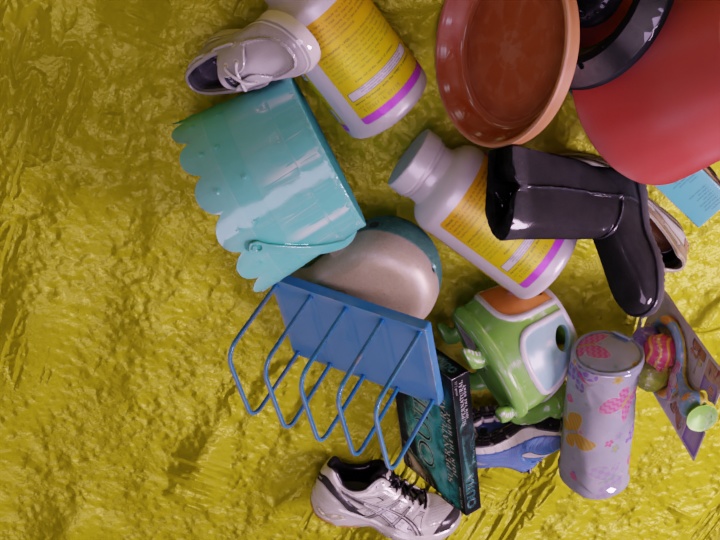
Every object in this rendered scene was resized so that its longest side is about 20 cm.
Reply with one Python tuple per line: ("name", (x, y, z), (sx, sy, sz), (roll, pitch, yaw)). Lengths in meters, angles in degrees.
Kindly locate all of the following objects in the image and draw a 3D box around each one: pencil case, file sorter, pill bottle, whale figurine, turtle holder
("pencil case", (0.279, 0.168, 1.370), (0.090, 0.083, 0.202), (-23, 129, -27))
("file sorter", (-0.027, 0.115, 1.315), (0.199, 0.123, 0.139), (17, 145, 25))
("pill bottle", (0.131, -0.065, 1.291), (0.199, 0.104, 0.104), (35, 113, -11))
("whale figurine", (0.000, 0.000, 1.358), (0.198, 0.104, 0.160), (-8, 127, 31))
("pill bottle", (-0.027, -0.238, 1.203), (0.104, 0.105, 0.200), (-33, 116, 16))
("turtle holder", (0.189, 0.102, 1.379), (0.131, 0.141, 0.186), (-32, 91, -5))

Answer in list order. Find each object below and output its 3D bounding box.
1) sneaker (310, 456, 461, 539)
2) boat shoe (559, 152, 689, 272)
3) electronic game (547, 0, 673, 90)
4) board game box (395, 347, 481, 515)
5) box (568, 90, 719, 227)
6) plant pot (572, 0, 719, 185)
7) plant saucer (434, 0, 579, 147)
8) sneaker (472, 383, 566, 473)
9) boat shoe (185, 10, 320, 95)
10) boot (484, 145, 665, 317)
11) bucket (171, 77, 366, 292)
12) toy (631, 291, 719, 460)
("sneaker", (0.038, 0.290, 1.520), (0.198, 0.076, 0.088), (9, 119, -7))
("boat shoe", (0.288, -0.064, 1.331), (0.199, 0.069, 0.075), (27, 116, -15))
("electronic game", (0.224, -0.274, 1.145), (0.041, 0.200, 0.201), (9, 123, -38))
("board game box", (0.088, 0.180, 1.429), (0.028, 0.135, 0.202), (-23, 122, -25))
("box", (0.310, -0.139, 1.281), (0.200, 0.083, 0.049), (39, 111, -21))
("plant pot", (0.334, -0.195, 1.148), (0.199, 0.177, 0.203), (4, 82, -30))
("plant saucer", (0.145, -0.222, 1.176), (0.032, 0.200, 0.202), (-1, 124, -34))
("sneaker", (0.216, 0.201, 1.486), (0.198, 0.079, 0.090), (-11, 141, 0))
("boat shoe", (-0.113, -0.206, 1.170), (0.069, 0.199, 0.072), (-50, 123, -21))
("boot", (0.217, -0.037, 1.206), (0.199, 0.166, 0.065), (6, 158, -40))
("bucket", (-0.091, -0.094, 1.232), (0.134, 0.208, 0.208), (-26, 117, 4))
("toy", (0.342, 0.108, 1.351), (0.047, 0.200, 0.116), (2, 121, -16))
